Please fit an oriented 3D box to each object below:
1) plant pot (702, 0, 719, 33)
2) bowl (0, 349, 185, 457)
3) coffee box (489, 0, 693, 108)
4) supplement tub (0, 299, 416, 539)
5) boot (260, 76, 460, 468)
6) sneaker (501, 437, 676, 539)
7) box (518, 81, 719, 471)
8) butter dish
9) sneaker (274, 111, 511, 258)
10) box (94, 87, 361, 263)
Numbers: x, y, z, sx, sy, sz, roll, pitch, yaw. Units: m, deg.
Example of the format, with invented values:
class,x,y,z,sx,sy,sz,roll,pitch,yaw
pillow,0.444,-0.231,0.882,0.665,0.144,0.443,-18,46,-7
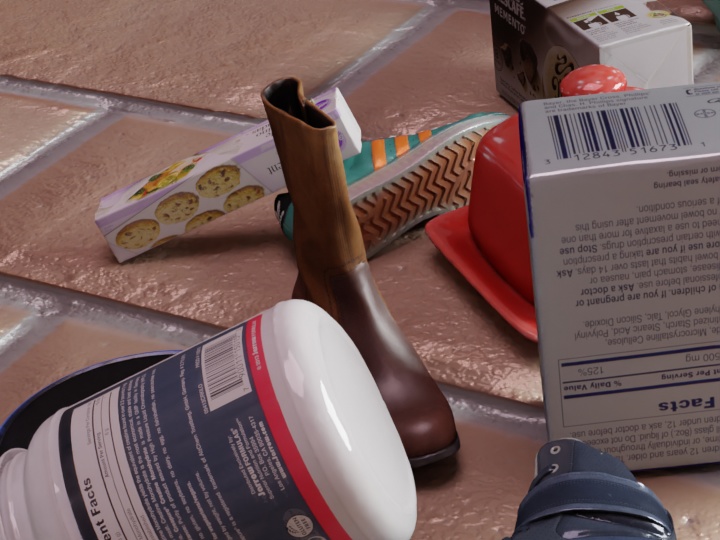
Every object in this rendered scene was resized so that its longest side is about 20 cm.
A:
class,x,y,z,sx,sy,sz,roll,pitch,yaw
plant pot,0.348,-0.262,1.685,0.198,0.135,0.201,-5,29,3
bowl,-0.128,0.112,1.229,0.199,0.040,0.201,-6,29,3
coffee box,0.174,-0.161,1.569,0.079,0.114,0.200,-16,31,-15
supplement tub,-0.084,0.115,1.063,0.199,0.141,0.141,-26,27,11
boot,0.000,0.000,1.231,0.068,0.201,0.188,-13,29,-11
sneaker,0.068,0.157,1.059,0.201,0.077,0.147,-4,33,2
box,0.189,0.003,1.183,0.182,0.201,0.105,-6,28,3
butter dish,0.158,-0.064,1.365,0.198,0.149,0.200,-15,30,-16
sneaker,0.027,-0.072,1.486,0.199,0.072,0.080,-26,38,-27
box,-0.095,-0.067,1.473,0.199,0.042,0.039,-23,26,13
